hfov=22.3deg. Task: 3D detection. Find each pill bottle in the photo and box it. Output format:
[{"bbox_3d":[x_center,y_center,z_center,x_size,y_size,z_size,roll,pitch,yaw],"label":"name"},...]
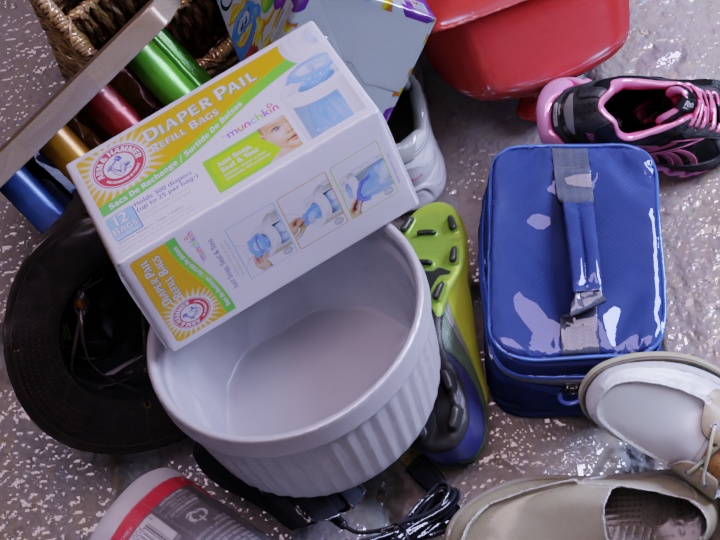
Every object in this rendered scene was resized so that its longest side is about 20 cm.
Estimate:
[{"bbox_3d":[-0.088,0.233,1.259,0.199,0.111,0.111,32,70,21],"label":"pill bottle"}]

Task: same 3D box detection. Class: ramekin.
[{"bbox_3d":[-0.038,0.061,1.263,0.198,0.105,0.202,-10,50,13],"label":"ramekin"}]

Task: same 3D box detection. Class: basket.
[{"bbox_3d":[-0.153,-0.226,1.487,0.142,0.149,0.200,38,71,23],"label":"basket"}]

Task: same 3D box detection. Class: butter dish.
[{"bbox_3d":[0.128,-0.189,1.446,0.198,0.149,0.200,-23,21,-9],"label":"butter dish"}]

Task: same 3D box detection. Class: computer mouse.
[{"bbox_3d":[-0.019,0.139,1.319,0.140,0.046,0.199,-21,39,-36],"label":"computer mouse"}]

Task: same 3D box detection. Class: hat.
[{"bbox_3d":[-0.172,0.038,1.349,0.199,0.081,0.203,-3,98,-23],"label":"hat"}]

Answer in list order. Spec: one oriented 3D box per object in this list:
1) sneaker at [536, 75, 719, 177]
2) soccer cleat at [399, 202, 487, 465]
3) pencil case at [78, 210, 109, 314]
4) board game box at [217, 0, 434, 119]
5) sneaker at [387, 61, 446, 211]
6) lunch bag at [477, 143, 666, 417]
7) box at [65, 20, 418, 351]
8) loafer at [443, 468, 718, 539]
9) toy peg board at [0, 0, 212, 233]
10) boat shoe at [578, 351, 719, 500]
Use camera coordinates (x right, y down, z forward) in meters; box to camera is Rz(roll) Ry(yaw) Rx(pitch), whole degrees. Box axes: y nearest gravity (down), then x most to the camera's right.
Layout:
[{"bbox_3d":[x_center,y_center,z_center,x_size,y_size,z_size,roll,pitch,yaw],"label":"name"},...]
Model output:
[{"bbox_3d":[0.236,-0.117,1.385,0.198,0.095,0.080,-3,83,-26],"label":"sneaker"},{"bbox_3d":[0.059,0.049,1.356,0.064,0.084,0.202,-11,65,19],"label":"soccer cleat"},{"bbox_3d":[-0.150,-0.051,1.434,0.089,0.078,0.200,34,70,33],"label":"pencil case"},{"bbox_3d":[-0.034,-0.206,1.373,0.104,0.104,0.201,14,30,-25],"label":"board game box"},{"bbox_3d":[0.019,-0.152,1.456,0.077,0.100,0.201,-20,62,-4],"label":"sneaker"},{"bbox_3d":[0.154,0.010,1.336,0.134,0.133,0.202,-3,61,5],"label":"lunch bag"},{"bbox_3d":[-0.080,-0.057,1.234,0.199,0.102,0.113,-31,49,-4],"label":"box"},{"bbox_3d":[0.155,0.177,1.271,0.198,0.068,0.076,-12,89,-3],"label":"loafer"},{"bbox_3d":[-0.184,-0.100,1.344,0.199,0.200,0.098,-43,101,6],"label":"toy peg board"},{"bbox_3d":[0.246,0.115,1.258,0.198,0.075,0.069,17,27,-14],"label":"boat shoe"}]
